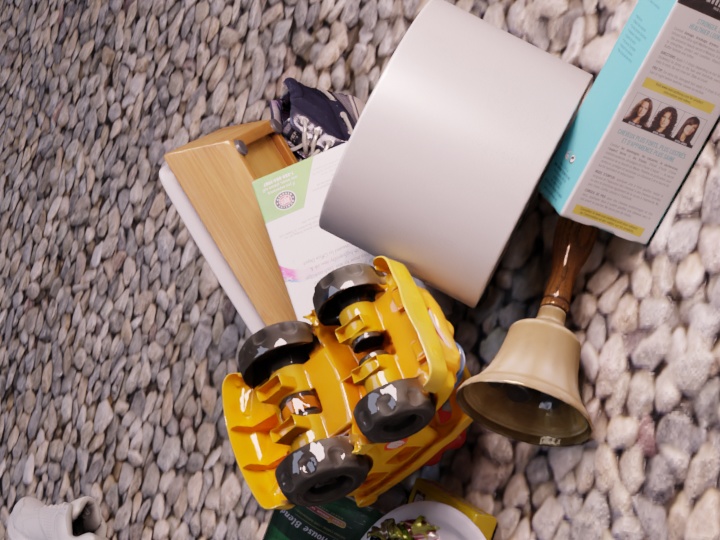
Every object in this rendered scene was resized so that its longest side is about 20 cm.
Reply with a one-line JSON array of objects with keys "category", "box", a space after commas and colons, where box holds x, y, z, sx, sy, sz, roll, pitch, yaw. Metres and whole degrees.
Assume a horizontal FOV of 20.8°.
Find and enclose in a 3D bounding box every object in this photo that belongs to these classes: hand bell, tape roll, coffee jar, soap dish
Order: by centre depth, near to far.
[{"category": "hand bell", "box": [0.147, 0.021, 1.482, 0.104, 0.104, 0.200, -25, 42, 55]}, {"category": "tape roll", "box": [0.073, -0.091, 1.508, 0.203, 0.139, 0.203, -61, -4, -7]}, {"category": "coffee jar", "box": [-0.045, 0.251, 1.648, 0.200, 0.104, 0.085, -65, -9, 20]}, {"category": "soap dish", "box": [-0.085, -0.040, 1.773, 0.081, 0.200, 0.157, -30, 3, 19]}]

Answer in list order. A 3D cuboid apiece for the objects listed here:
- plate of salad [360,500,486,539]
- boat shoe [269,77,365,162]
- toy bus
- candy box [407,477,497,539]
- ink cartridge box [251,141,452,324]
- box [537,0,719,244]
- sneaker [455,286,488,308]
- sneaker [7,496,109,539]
[{"category": "plate of salad", "box": [0.033, 0.275, 1.508, 0.200, 0.048, 0.200, -20, 62, 46]}, {"category": "boat shoe", "box": [-0.031, -0.103, 1.845, 0.075, 0.093, 0.200, -57, 31, 27]}, {"category": "toy bus", "box": [0.023, 0.099, 1.529, 0.200, 0.192, 0.136, -41, 53, 30]}, {"category": "candy box", "box": [0.044, 0.274, 1.564, 0.102, 0.026, 0.200, 23, 95, 59]}, {"category": "ink cartridge box", "box": [0.000, 0.000, 1.650, 0.117, 0.067, 0.200, -21, 80, 16]}, {"category": "box", "box": [0.213, -0.123, 1.422, 0.200, 0.082, 0.049, -62, 29, 18]}, {"category": "sneaker", "box": [0.085, -0.069, 1.636, 0.090, 0.066, 0.200, -22, 67, 17]}, {"category": "sneaker", "box": [-0.326, 0.290, 2.194, 0.200, 0.078, 0.099, 34, 98, 52]}]
